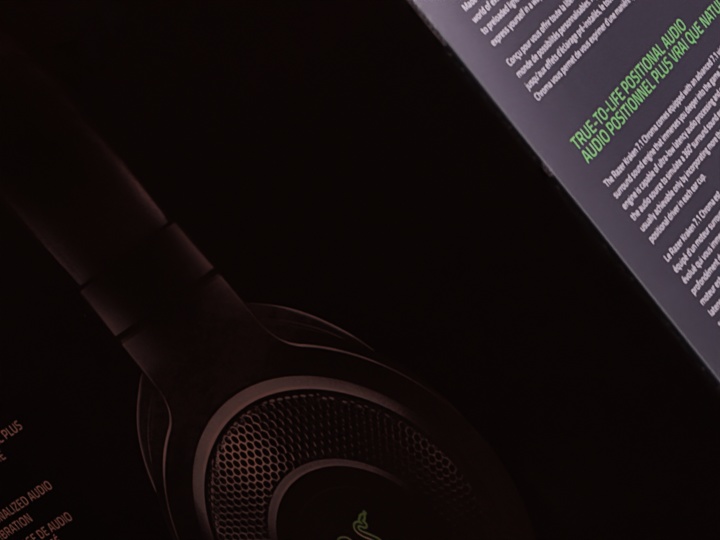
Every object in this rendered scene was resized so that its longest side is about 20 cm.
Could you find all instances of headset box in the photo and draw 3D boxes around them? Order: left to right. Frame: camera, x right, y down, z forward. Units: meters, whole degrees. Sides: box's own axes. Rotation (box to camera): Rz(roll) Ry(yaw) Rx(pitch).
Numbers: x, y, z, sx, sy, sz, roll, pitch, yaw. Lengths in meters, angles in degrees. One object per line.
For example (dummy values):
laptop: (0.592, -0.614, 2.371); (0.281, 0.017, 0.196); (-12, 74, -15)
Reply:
headset box: (0.000, 0.000, 0.516); (0.200, 0.174, 0.093); (51, 44, -7)
